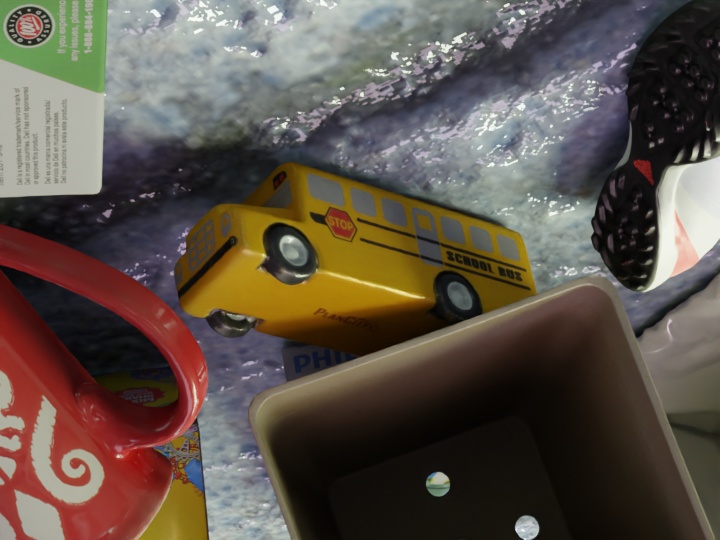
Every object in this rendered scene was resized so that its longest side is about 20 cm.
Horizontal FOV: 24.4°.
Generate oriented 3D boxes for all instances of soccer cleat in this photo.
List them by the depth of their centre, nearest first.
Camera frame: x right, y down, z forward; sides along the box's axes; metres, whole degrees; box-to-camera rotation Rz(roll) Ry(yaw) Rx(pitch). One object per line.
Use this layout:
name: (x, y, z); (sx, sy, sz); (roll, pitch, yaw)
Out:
soccer cleat: (0.174, -0.069, 0.844); (0.073, 0.068, 0.201); (-24, 149, -24)

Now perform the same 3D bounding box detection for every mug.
mug: (-0.183, 0.045, 0.797); (0.177, 0.133, 0.201); (-38, 107, -9)

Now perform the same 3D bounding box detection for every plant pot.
plant pot: (0.065, 0.144, 0.901); (0.198, 0.201, 0.177); (-19, 168, -6)

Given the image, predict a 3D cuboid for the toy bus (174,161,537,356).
toy bus: (0.000, 0.000, 0.873); (0.199, 0.079, 0.065); (15, 141, -34)

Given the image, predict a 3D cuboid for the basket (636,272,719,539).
basket: (0.258, 0.128, 1.039); (0.160, 0.200, 0.200); (11, 141, -37)

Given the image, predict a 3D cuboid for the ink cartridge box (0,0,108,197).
ink cartridge box: (-0.202, -0.100, 0.657); (0.198, 0.085, 0.145); (-3, 146, -12)

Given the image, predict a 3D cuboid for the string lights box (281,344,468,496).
string lights box: (0.019, 0.110, 1.064); (0.102, 0.059, 0.201); (-13, 147, 2)

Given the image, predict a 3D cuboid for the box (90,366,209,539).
box: (-0.185, 0.171, 0.955); (0.198, 0.122, 0.195); (-5, 104, -7)
